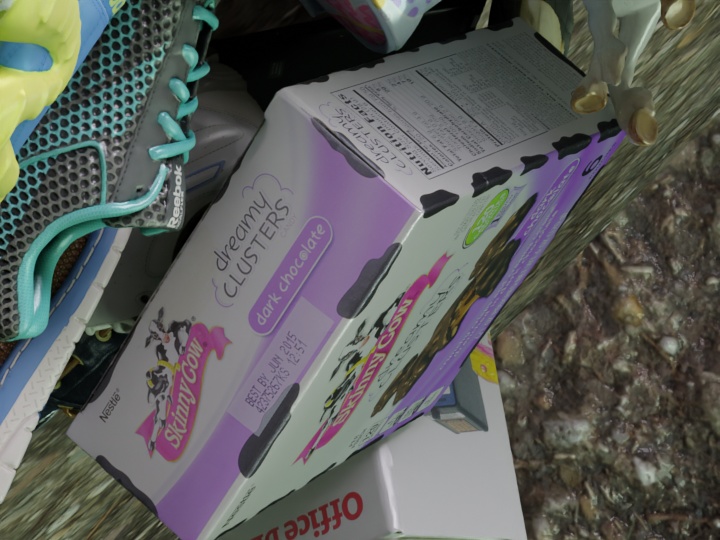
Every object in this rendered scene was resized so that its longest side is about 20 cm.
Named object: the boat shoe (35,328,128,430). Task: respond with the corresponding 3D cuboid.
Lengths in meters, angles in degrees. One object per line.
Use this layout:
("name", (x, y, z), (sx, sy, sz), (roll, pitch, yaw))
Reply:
("boat shoe", (-0.120, 0.045, 1.242), (0.071, 0.091, 0.200), (-38, 170, -35))

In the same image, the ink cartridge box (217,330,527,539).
("ink cartridge box", (-0.015, 0.050, 1.235), (0.087, 0.201, 0.145), (8, 154, -39))

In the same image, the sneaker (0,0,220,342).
("sneaker", (-0.081, -0.056, 0.904), (0.200, 0.091, 0.078), (-45, 173, 9))

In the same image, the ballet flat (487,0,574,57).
("ballet flat", (0.092, -0.135, 1.177), (0.200, 0.057, 0.067), (-70, 179, -52))

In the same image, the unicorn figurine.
("unicorn figurine", (0.108, -0.125, 1.040), (0.200, 0.074, 0.138), (-21, -129, 36))

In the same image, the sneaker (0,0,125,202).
("sneaker", (-0.108, -0.062, 0.799), (0.105, 0.076, 0.200), (-37, 169, -43))

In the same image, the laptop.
("laptop", (0.003, -0.132, 1.220), (0.199, 0.116, 0.187), (-12, 165, -10))

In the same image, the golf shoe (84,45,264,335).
("golf shoe", (-0.109, 0.002, 1.062), (0.200, 0.097, 0.078), (-45, 173, 18))

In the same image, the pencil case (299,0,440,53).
("pencil case", (0.052, -0.171, 0.999), (0.200, 0.083, 0.091), (-43, -162, -7))

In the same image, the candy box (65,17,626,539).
("candy box", (0.000, 0.000, 1.030), (0.168, 0.071, 0.200), (-56, 165, 27))

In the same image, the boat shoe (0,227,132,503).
("boat shoe", (-0.137, 0.007, 0.974), (0.072, 0.072, 0.201), (-3, -117, 68))
